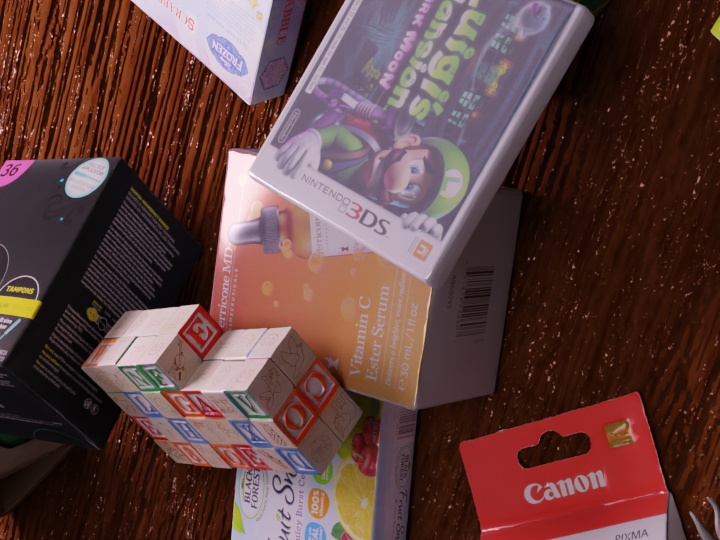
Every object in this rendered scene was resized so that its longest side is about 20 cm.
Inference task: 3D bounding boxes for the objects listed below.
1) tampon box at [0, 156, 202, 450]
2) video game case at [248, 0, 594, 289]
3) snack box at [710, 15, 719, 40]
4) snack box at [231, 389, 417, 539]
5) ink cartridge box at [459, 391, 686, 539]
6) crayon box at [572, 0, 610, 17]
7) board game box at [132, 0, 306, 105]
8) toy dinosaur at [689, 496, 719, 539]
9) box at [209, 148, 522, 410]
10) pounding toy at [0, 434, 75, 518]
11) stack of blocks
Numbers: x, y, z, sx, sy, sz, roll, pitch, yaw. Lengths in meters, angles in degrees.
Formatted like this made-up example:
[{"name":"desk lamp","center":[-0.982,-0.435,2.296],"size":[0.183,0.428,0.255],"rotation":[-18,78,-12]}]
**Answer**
[{"name":"tampon box","center":[-0.254,0.022,1.115],"size":[0.149,0.126,0.201],"rotation":[2,55,36]},{"name":"video game case","center":[0.034,-0.114,0.906],"size":[0.181,0.023,0.201],"rotation":[31,91,36]},{"name":"snack box","center":[0.302,-0.172,0.737],"size":[0.201,0.067,0.169],"rotation":[-62,28,22]},{"name":"snack box","center":[-0.031,0.175,1.056],"size":[0.141,0.053,0.202],"rotation":[10,98,38]},{"name":"ink cartridge box","center":[0.145,0.202,0.930],"size":[0.160,0.050,0.202],"rotation":[-21,82,35]},{"name":"crayon box","center":[0.109,-0.213,0.934],"size":[0.200,0.051,0.127],"rotation":[-47,65,28]},{"name":"board game box","center":[-0.115,-0.269,1.070],"size":[0.200,0.041,0.201],"rotation":[43,134,27]},{"name":"toy dinosaur","center":[0.236,0.252,0.830],"size":[0.101,0.077,0.202],"rotation":[11,75,34]},{"name":"box","center":[0.000,0.000,0.992],"size":[0.199,0.106,0.154],"rotation":[13,100,35]},{"name":"pounding toy","center":[-0.354,0.138,1.234],"size":[0.200,0.184,0.143],"rotation":[-43,80,30]},{"name":"stack of blocks","center":[-0.105,0.085,0.986],"size":[0.199,0.059,0.115],"rotation":[-6,131,52]}]
